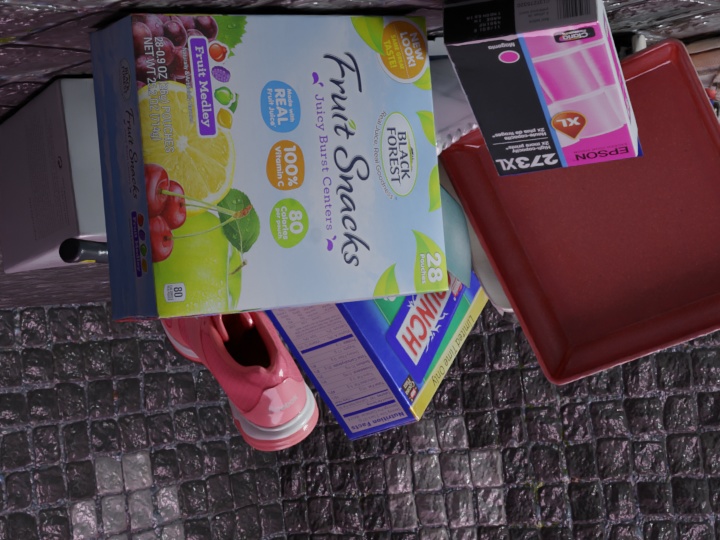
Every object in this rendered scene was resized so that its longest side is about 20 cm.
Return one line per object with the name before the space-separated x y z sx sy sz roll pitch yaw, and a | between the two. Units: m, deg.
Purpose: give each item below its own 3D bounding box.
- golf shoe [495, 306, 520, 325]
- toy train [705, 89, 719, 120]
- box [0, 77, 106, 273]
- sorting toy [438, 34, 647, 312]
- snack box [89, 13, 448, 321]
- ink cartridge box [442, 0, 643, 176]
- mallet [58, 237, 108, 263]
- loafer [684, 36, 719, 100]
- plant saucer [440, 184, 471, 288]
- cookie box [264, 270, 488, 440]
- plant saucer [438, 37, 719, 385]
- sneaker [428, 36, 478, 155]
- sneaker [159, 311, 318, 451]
golf shoe | 0.105 -0.049 1.372 0.087 0.202 0.077 2 152 -3
toy train | 0.247 -0.126 1.452 0.115 0.086 0.200 9 -173 11
box | -0.165 -0.068 1.215 0.151 0.107 0.200 -6 177 -27
sorting toy | 0.144 -0.064 1.277 0.198 0.182 0.107 -8 176 30
snack box | -0.050 -0.062 1.001 0.198 0.171 0.067 -6 180 -33
ink cartridge box | 0.120 -0.107 1.084 0.094 0.037 0.200 -8 152 15
mallet | -0.134 -0.007 1.148 0.065 0.042 0.199 -7 173 40
loafer | 0.323 -0.146 1.260 0.198 0.064 0.072 -7 178 6
plant saucer | 0.021 -0.072 1.221 0.039 0.201 0.201 -43 172 5
cookie box | 0.000 0.000 1.352 0.075 0.201 0.171 -18 -156 36
plant saucer | 0.181 -0.041 1.204 0.199 0.201 0.037 -22 -171 31
sneaker | 0.044 -0.111 1.144 0.199 0.081 0.076 -9 176 -34
sneaker | -0.095 0.039 1.256 0.073 0.200 0.087 -29 139 -16
